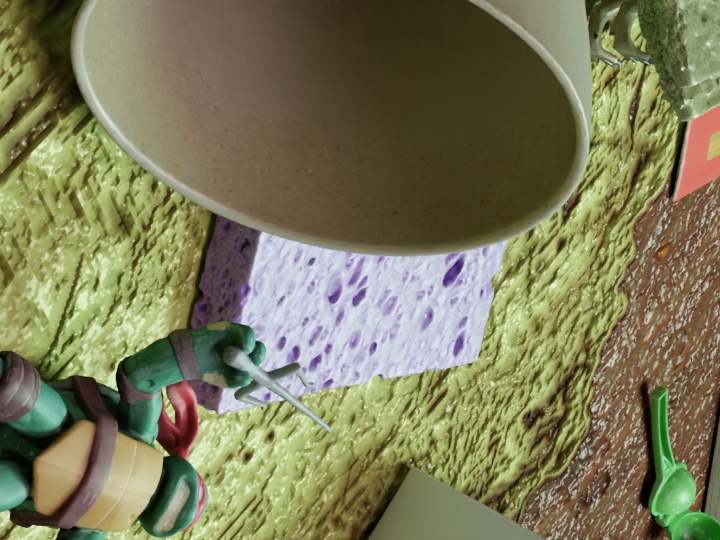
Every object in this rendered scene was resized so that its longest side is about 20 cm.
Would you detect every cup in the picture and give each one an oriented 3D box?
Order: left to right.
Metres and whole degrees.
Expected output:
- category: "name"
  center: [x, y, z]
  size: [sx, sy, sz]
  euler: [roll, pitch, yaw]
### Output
- category: "cup"
  center: [0.002, -0.119, 1.015]
  size: [0.200, 0.200, 0.144]
  euler: [62, 36, -52]

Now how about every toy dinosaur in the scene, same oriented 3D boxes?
- category: "toy dinosaur"
  center: [0.147, -0.151, 1.304]
  size: [0.200, 0.058, 0.101]
  euler: [27, 83, -38]

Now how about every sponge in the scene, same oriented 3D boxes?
- category: "sponge"
  center: [0.000, 0.000, 1.215]
  size: [0.200, 0.030, 0.112]
  euler: [-9, 120, -52]

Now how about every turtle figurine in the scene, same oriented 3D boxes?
- category: "turtle figurine"
  center: [-0.110, 0.084, 1.059]
  size: [0.200, 0.101, 0.150]
  euler: [20, 82, -42]

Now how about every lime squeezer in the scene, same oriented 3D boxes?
- category: "lime squeezer"
  center: [0.202, 0.150, 1.575]
  size: [0.038, 0.071, 0.200]
  euler: [-36, 111, -11]

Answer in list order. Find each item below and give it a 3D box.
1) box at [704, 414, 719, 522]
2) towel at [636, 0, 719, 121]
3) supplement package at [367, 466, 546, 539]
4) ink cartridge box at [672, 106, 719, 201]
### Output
- category: "box"
  center: [0.246, 0.122, 1.634]
  size: [0.039, 0.041, 0.201]
  euler: [-28, 133, -41]
- category: "towel"
  center: [0.175, -0.183, 1.260]
  size: [0.148, 0.036, 0.201]
  euler: [-21, 103, -42]
- category: "supplement package"
  center: [0.080, 0.206, 1.388]
  size: [0.121, 0.120, 0.200]
  euler: [-58, 147, -6]
- category: "ink cartridge box"
  center: [0.258, -0.140, 1.462]
  size: [0.200, 0.045, 0.177]
  euler: [-29, 133, -41]
